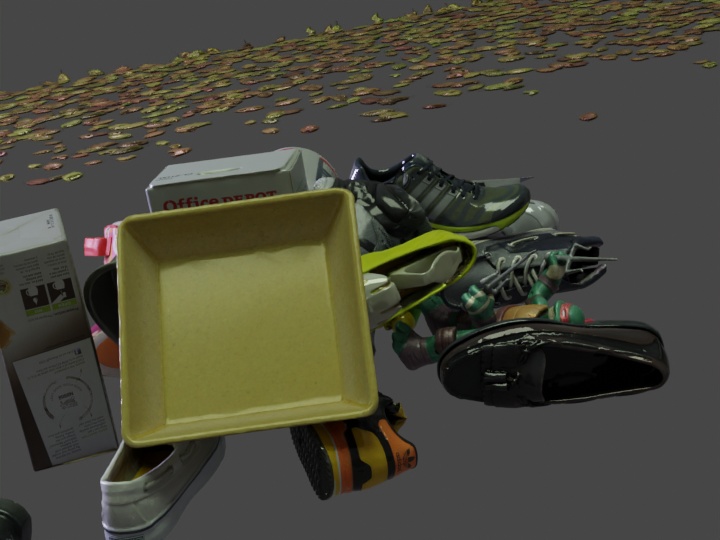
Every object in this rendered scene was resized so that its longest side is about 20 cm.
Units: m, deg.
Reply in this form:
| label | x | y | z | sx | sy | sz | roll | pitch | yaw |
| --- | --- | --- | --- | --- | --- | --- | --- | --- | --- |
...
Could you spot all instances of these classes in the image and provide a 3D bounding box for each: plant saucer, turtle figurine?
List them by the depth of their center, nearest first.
| label | x | y | z | sx | sy | sz | roll | pitch | yaw |
| --- | --- | --- | --- | --- | --- | --- | --- | --- | --- |
| plant saucer | -0.091 | 0.043 | 1.065 | 0.197 | 0.049 | 0.202 | -7 | 63 | 1 |
| turtle figurine | 0.133 | 0.041 | 1.212 | 0.198 | 0.102 | 0.149 | -15 | -2 | 35 |

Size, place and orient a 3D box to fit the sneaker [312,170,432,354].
| label | x | y | z | sx | sy | sz | roll | pitch | yaw |
| --- | --- | --- | --- | --- | --- | --- | --- | --- | --- |
| sneaker | 0.018 | -0.008 | 1.283 | 0.112 | 0.202 | 0.076 | -12 | -25 | 6 |

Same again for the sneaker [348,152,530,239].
| label | x | y | z | sx | sy | sz | roll | pitch | yaw |
| --- | --- | --- | --- | --- | --- | --- | --- | --- | --- |
| sneaker | 0.077 | -0.079 | 1.375 | 0.197 | 0.082 | 0.074 | -3 | 23 | 2 |

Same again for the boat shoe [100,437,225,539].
| label | x | y | z | sx | sy | sz | roll | pitch | yaw |
| --- | --- | --- | --- | --- | --- | --- | --- | --- | --- |
| boat shoe | -0.167 | 0.139 | 1.088 | 0.074 | 0.087 | 0.202 | -3 | 20 | 16 |

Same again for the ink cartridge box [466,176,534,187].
| label | x | y | z | sx | sy | sz | roll | pitch | yaw |
| --- | --- | --- | --- | --- | --- | --- | --- | --- | --- |
| ink cartridge box | 0.111 | -0.077 | 1.557 | 0.199 | 0.040 | 0.099 | -8 | -8 | -42 |

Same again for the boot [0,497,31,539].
| label | x | y | z | sx | sy | sz | roll | pitch | yaw |
| --- | --- | --- | --- | --- | --- | --- | --- | --- | --- |
| boot | -0.352 | 0.234 | 0.956 | 0.163 | 0.066 | 0.200 | -5 | 24 | 18 |

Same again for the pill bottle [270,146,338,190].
| label | x | y | z | sx | sy | sz | roll | pitch | yaw |
| --- | --- | --- | --- | --- | --- | --- | --- | --- | --- |
| pill bottle | -0.083 | -0.066 | 1.581 | 0.118 | 0.121 | 0.200 | -8 | 19 | 4 |

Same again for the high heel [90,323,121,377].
| label | x | y | z | sx | sy | sz | roll | pitch | yaw |
| --- | --- | --- | --- | --- | --- | --- | --- | --- | --- |
| high heel | -0.256 | 0.058 | 1.375 | 0.095 | 0.068 | 0.200 | 11 | 21 | 23 |

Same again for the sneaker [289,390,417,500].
| label | x | y | z | sx | sy | sz | roll | pitch | yaw |
| --- | --- | --- | --- | --- | --- | --- | --- | --- | --- |
| sneaker | -0.010 | 0.122 | 1.106 | 0.089 | 0.071 | 0.200 | -7 | 23 | -10 |

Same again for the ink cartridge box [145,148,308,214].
| label | x | y | z | sx | sy | sz | roll | pitch | yaw |
| --- | --- | --- | --- | --- | --- | --- | --- | --- | --- |
| ink cartridge box | -0.113 | -0.008 | 1.304 | 0.144 | 0.202 | 0.083 | -6 | 19 | 10 |

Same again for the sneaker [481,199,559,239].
| label | x | y | z | sx | sy | sz | roll | pitch | yaw |
| --- | --- | --- | --- | --- | --- | --- | --- | --- | --- |
| sneaker | 0.118 | -0.018 | 1.429 | 0.197 | 0.076 | 0.115 | -11 | 19 | 11 |

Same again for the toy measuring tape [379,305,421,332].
| label | x | y | z | sx | sy | sz | roll | pitch | yaw |
| --- | --- | --- | --- | --- | --- | --- | --- | --- | --- |
| toy measuring tape | 0.000 | 0.000 | 1.378 | 0.073 | 0.074 | 0.201 | -15 | 42 | -18 |

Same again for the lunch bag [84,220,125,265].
| label | x | y | z | sx | sy | sz | roll | pitch | yaw |
| --- | --- | --- | --- | --- | --- | --- | --- | --- | --- |
| lunch bag | -0.225 | -0.025 | 1.512 | 0.174 | 0.083 | 0.200 | -1 | 3 | -13 |

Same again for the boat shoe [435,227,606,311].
| label | x | y | z | sx | sy | sz | roll | pitch | yaw |
| --- | --- | --- | --- | --- | --- | --- | --- | --- | --- |
| boat shoe | 0.159 | 0.000 | 1.346 | 0.199 | 0.076 | 0.092 | -21 | 15 | -32 |

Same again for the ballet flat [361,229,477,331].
| label | x | y | z | sx | sy | sz | roll | pitch | yaw |
| --- | --- | --- | --- | --- | --- | --- | --- | --- | --- |
| ballet flat | 0.028 | 0.013 | 1.204 | 0.199 | 0.068 | 0.067 | -27 | 18 | -32 |

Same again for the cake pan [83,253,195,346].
| label | x | y | z | sx | sy | sz | roll | pitch | yaw |
| --- | --- | --- | --- | --- | --- | --- | --- | --- | --- |
| cake pan | -0.153 | 0.039 | 1.210 | 0.198 | 0.201 | 0.037 | 0 | 52 | 25 |

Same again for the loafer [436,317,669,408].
| label | x | y | z | sx | sy | sz | roll | pitch | yaw |
| --- | --- | --- | --- | --- | --- | --- | --- | --- | --- |
| loafer | 0.165 | 0.082 | 1.131 | 0.197 | 0.073 | 0.063 | -6 | 23 | 0 |

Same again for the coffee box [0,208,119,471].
| label | x | y | z | sx | sy | sz | roll | pitch | yaw |
| --- | --- | --- | --- | --- | --- | --- | --- | --- | --- |
| coffee box | -0.281 | 0.060 | 1.189 | 0.079 | 0.202 | 0.114 | -14 | 19 | -12 |
